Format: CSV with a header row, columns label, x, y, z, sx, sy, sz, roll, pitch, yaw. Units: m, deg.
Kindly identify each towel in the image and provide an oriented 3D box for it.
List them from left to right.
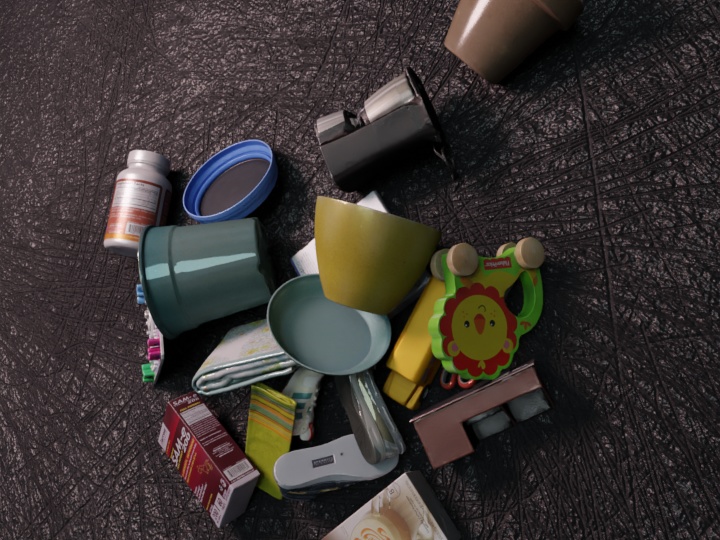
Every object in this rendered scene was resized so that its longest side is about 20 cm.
label,x,y,z,sx,sy,sz,roll,pitch,yaw
towel,-0.166,0.133,1.004,0.196,0.172,0.049,-15,107,17
towel,-0.152,0.281,0.974,0.085,0.018,0.204,21,117,23

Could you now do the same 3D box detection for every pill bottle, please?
label,x,y,z,sx,sy,sz,roll,pitch,yaw
pill bottle,-0.446,-0.133,1.213,0.110,0.112,0.204,1,76,23

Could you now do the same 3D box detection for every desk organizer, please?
label,x,y,z,sx,sy,sz,roll,pitch,yaw
desk organizer,0.180,0.209,0.874,0.198,0.072,0.078,-29,80,14

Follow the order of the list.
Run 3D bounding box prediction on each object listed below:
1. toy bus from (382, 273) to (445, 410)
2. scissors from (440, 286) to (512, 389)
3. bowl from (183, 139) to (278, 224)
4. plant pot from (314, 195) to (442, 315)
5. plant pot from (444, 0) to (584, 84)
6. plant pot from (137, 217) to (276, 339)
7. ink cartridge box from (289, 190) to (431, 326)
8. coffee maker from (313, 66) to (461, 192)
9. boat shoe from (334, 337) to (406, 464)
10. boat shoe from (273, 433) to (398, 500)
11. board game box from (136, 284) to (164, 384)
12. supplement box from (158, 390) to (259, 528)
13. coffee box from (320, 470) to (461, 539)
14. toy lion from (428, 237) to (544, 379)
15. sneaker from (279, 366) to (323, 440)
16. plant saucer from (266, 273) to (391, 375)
label,x,y,z,sx,sy,sz,roll,pitch,yaw
toy bus,0.100,0.113,0.934,0.064,0.078,0.203,27,88,26
scissors,0.182,0.096,0.936,0.073,0.014,0.203,-2,58,56
bowl,-0.244,-0.165,1.137,0.197,0.040,0.203,-16,46,18
plant pot,0.012,-0.016,0.905,0.197,0.199,0.145,17,93,25
plant pot,0.229,-0.409,0.968,0.201,0.199,0.175,49,114,25
plant pot,-0.257,-0.001,1.050,0.192,0.201,0.204,-13,71,0
ink cartridge box,0.000,0.000,1.028,0.199,0.041,0.201,-36,66,11
coffee maker,0.037,-0.212,1.010,0.197,0.134,0.195,-25,62,19
boat shoe,0.009,0.197,0.940,0.064,0.075,0.205,-9,61,-25
boat shoe,-0.039,0.314,0.952,0.196,0.092,0.072,-6,56,-7
board game box,-0.392,0.090,1.106,0.025,0.200,0.204,-2,69,-25
supplement box,-0.264,0.320,1.024,0.200,0.060,0.110,42,125,27
coffee box,0.034,0.406,0.886,0.199,0.080,0.115,-41,65,8
toy lion,0.186,0.058,0.873,0.068,0.196,0.196,163,100,-64
sneaker,-0.094,0.227,1.001,0.093,0.070,0.200,43,97,14
plant saucer,-0.050,0.089,0.930,0.200,0.198,0.036,44,138,25
